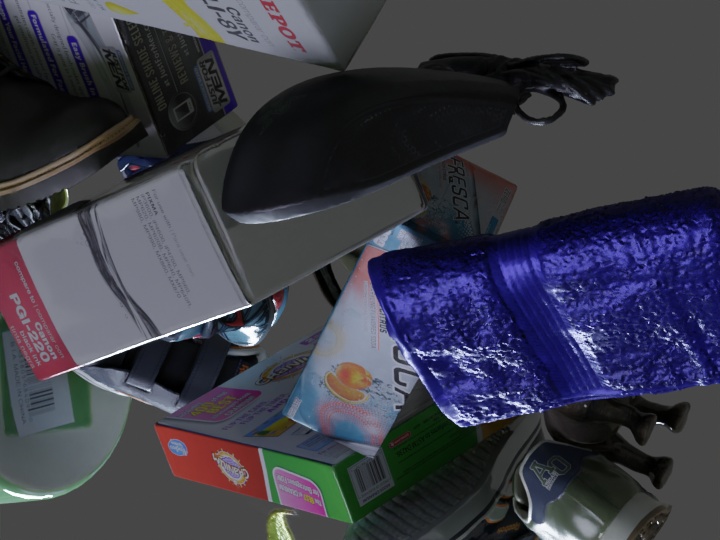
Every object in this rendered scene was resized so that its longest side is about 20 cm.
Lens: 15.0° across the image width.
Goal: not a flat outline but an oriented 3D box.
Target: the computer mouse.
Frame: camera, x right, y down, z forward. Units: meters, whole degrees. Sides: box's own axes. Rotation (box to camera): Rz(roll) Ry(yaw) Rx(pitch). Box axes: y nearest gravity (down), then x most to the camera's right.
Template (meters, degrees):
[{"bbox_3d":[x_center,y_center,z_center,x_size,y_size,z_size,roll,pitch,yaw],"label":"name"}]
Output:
[{"bbox_3d":[0.012,-0.077,1.314,0.138,0.200,0.053,2,111,51],"label":"computer mouse"}]

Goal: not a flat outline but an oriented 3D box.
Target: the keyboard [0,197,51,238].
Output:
[{"bbox_3d":[-0.245,-0.039,1.806,0.104,0.040,0.200,19,159,25],"label":"keyboard"}]

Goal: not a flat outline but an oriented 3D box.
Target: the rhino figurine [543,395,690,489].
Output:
[{"bbox_3d":[0.137,0.063,1.603,0.087,0.060,0.200,21,162,20],"label":"rhino figurine"}]

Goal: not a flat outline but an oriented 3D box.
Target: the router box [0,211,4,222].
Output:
[{"bbox_3d":[-0.306,-0.105,1.593,0.200,0.062,0.150,46,-174,-37],"label":"router box"}]

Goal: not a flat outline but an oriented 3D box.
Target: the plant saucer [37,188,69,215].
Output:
[{"bbox_3d":[-0.272,-0.103,1.789,0.200,0.031,0.200,25,159,10],"label":"plant saucer"}]

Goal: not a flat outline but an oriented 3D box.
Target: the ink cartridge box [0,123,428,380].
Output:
[{"bbox_3d":[-0.085,-0.022,1.452,0.200,0.146,0.085,-22,95,49],"label":"ink cartridge box"}]

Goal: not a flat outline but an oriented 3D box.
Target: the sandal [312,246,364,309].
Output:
[{"bbox_3d":[-0.001,-0.001,1.637,0.080,0.057,0.201,12,157,39],"label":"sandal"}]

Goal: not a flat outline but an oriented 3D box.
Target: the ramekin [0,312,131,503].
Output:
[{"bbox_3d":[-0.256,0.074,1.962,0.098,0.200,0.200,-2,145,42],"label":"ramekin"}]

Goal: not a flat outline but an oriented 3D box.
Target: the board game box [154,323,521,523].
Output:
[{"bbox_3d":[-0.013,0.091,1.722,0.200,0.153,0.040,8,122,54],"label":"board game box"}]

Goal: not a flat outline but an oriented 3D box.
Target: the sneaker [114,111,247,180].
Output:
[{"bbox_3d":[-0.119,-0.068,1.594,0.200,0.085,0.075,39,157,-26],"label":"sneaker"}]

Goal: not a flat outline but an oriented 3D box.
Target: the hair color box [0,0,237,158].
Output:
[{"bbox_3d":[-0.169,-0.126,1.497,0.200,0.065,0.109,8,126,45],"label":"hair color box"}]

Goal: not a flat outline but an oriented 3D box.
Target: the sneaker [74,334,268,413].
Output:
[{"bbox_3d":[-0.124,0.066,1.933,0.200,0.079,0.079,27,168,-30],"label":"sneaker"}]

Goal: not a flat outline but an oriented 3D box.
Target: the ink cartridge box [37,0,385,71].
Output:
[{"bbox_3d":[-0.094,-0.182,1.292,0.200,0.084,0.145,15,156,31],"label":"ink cartridge box"}]

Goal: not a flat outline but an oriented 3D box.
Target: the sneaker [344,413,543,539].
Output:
[{"bbox_3d":[0.063,0.154,1.682,0.078,0.200,0.080,-2,114,34],"label":"sneaker"}]

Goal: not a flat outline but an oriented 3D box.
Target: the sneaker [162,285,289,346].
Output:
[{"bbox_3d":[-0.108,0.007,1.742,0.079,0.096,0.200,21,158,22],"label":"sneaker"}]

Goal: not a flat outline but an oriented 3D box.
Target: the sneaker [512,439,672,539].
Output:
[{"bbox_3d":[0.135,0.141,1.650,0.090,0.067,0.200,37,174,10],"label":"sneaker"}]

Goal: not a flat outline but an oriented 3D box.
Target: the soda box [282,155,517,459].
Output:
[{"bbox_3d":[0.020,0.019,1.552,0.063,0.068,0.200,26,139,0],"label":"soda box"}]

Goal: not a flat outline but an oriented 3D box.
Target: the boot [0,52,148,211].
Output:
[{"bbox_3d":[-0.206,-0.107,1.444,0.200,0.077,0.139,-4,114,47],"label":"boot"}]

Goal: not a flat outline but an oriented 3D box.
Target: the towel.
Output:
[{"bbox_3d":[0.119,0.026,1.445,0.200,0.050,0.148,-13,143,21],"label":"towel"}]
